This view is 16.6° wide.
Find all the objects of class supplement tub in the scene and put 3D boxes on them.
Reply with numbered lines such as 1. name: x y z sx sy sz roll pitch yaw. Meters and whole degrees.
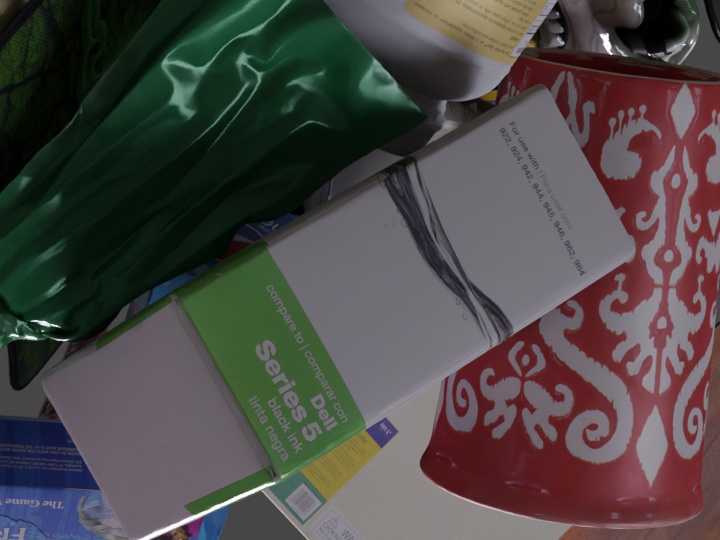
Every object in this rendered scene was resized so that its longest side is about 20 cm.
1. supplement tub: 0.031 -0.164 1.051 0.200 0.145 0.145 -54 159 13

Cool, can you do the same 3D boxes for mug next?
1. mug: 0.089 -0.001 1.153 0.133 0.177 0.201 -7 108 -53

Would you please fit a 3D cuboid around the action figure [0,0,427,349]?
1. action figure: -0.086 -0.037 0.979 0.200 0.118 0.055 -42 -163 3

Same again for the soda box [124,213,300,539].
1. soda box: -0.084 0.062 1.159 0.064 0.067 0.201 -92 -162 -52

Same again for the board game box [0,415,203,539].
1. board game box: -0.183 0.142 1.133 0.199 0.044 0.200 4 139 -13

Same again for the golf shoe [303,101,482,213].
1. golf shoe: 0.000 0.000 1.174 0.078 0.098 0.200 12 139 -30

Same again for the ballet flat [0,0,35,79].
1. ballet flat: -0.144 -0.048 1.022 0.066 0.057 0.200 -38 157 -24

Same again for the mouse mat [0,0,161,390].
1. mouse mat: -0.110 -0.062 1.045 0.161 0.007 0.201 -55 160 -39

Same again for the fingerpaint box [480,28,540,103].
1. fingerpaint box: 0.087 -0.143 1.313 0.200 0.073 0.167 -13 139 -58

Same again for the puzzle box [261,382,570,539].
1. puzzle box: 0.021 0.114 1.432 0.133 0.200 0.025 -43 -165 -6

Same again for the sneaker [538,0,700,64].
1. sneaker: 0.132 -0.121 1.228 0.075 0.081 0.200 -52 158 0

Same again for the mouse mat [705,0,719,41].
1. mouse mat: 0.168 -0.184 1.237 0.007 0.201 0.161 -21 161 16

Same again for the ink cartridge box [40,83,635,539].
1. ink cartridge box: -0.009 0.018 1.004 0.199 0.084 0.145 -30 180 -32

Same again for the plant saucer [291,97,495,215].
1. plant saucer: 0.000 -0.020 1.260 0.199 0.032 0.201 -9 146 -6
